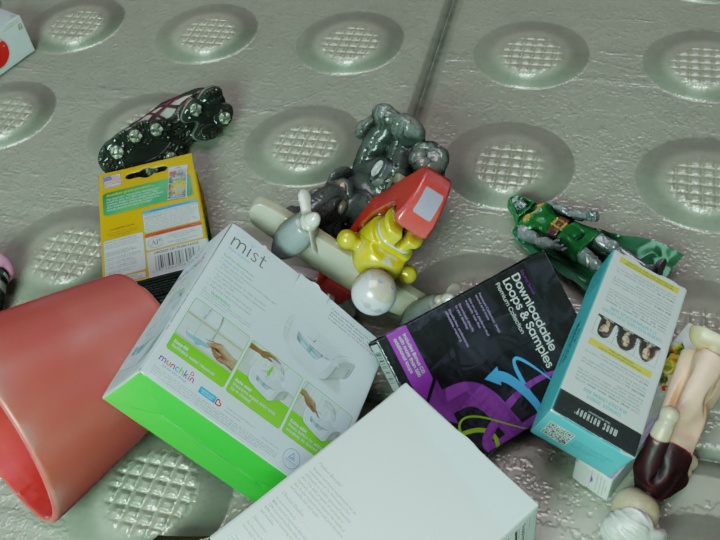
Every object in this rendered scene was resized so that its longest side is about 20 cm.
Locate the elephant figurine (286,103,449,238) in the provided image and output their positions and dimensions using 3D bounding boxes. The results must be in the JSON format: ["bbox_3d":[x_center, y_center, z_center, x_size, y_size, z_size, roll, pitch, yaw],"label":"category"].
[{"bbox_3d":[0.002,-0.079,0.975,0.201,0.155,0.141,-52,14,-6],"label":"elephant figurine"}]

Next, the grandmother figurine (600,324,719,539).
[{"bbox_3d":[0.270,0.155,0.743,0.060,0.121,0.201,17,70,50],"label":"grandmother figurine"}]

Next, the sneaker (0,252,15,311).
[{"bbox_3d":[-0.502,0.037,0.981,0.198,0.079,0.096,-11,59,-1],"label":"sneaker"}]

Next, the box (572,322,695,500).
[{"bbox_3d":[0.275,0.130,0.809,0.039,0.042,0.200,32,61,31],"label":"box"}]

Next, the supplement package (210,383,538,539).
[{"bbox_3d":[0.017,0.233,0.677,0.199,0.151,0.152,-35,52,-22],"label":"supplement package"}]

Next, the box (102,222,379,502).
[{"bbox_3d":[-0.097,0.091,0.783,0.200,0.096,0.177,39,51,-18],"label":"box"}]

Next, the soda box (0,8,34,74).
[{"bbox_3d":[-0.605,-0.322,1.308,0.063,0.068,0.200,23,56,26],"label":"soda box"}]

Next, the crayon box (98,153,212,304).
[{"bbox_3d":[-0.246,-0.048,1.029,0.125,0.052,0.201,-14,49,-5],"label":"crayon box"}]

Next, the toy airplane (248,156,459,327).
[{"bbox_3d":[0.000,0.000,0.856,0.198,0.200,0.142,-8,35,1],"label":"toy airplane"}]

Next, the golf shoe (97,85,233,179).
[{"bbox_3d":[-0.269,-0.184,1.153,0.199,0.078,0.088,-33,32,-24],"label":"golf shoe"}]

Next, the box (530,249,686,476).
[{"bbox_3d":[0.232,0.080,0.784,0.082,0.049,0.201,29,56,5],"label":"box"}]

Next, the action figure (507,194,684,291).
[{"bbox_3d":[0.241,-0.032,0.953,0.118,0.055,0.200,-39,51,-21],"label":"action figure"}]

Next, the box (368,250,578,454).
[{"bbox_3d":[0.126,0.087,0.818,0.199,0.036,0.144,-27,88,-18],"label":"box"}]

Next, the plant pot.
[{"bbox_3d":[-0.274,0.106,0.815,0.200,0.202,0.177,31,48,30],"label":"plant pot"}]

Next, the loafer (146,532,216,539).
[{"bbox_3d":[-0.163,0.254,0.734,0.198,0.073,0.071,-19,50,-9],"label":"loafer"}]
